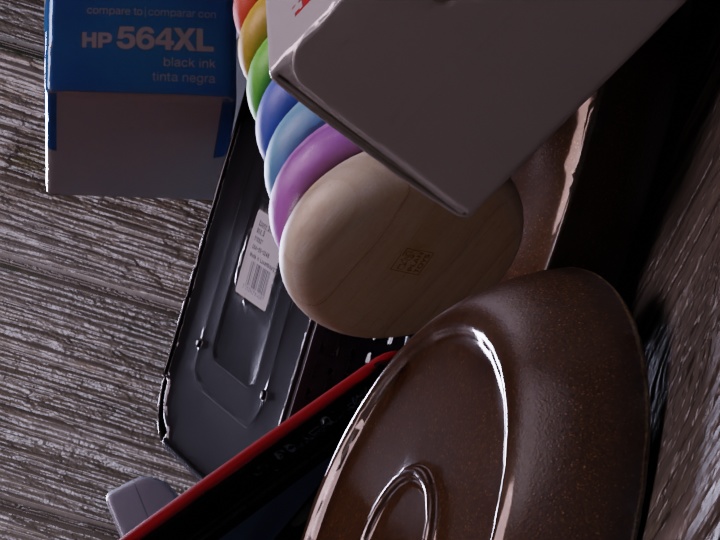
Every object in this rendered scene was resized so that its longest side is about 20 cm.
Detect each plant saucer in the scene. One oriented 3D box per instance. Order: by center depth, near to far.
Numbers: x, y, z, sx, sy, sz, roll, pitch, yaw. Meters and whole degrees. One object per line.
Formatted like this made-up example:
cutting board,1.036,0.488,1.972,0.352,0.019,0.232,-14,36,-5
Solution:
plant saucer,0.021,0.090,0.860,0.200,0.032,0.200,-54,25,39
plant saucer,0.077,-0.038,0.987,0.200,0.032,0.200,-163,90,-87

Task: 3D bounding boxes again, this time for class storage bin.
storage bin,0.000,0.000,1.171,0.135,0.094,0.200,32,106,63

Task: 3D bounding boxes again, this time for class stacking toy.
stacking toy,-0.009,-0.074,1.018,0.085,0.085,0.200,109,151,-42

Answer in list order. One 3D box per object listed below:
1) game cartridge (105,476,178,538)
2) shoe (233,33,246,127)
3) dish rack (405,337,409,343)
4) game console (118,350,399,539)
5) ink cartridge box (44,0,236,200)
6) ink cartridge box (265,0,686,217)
game cartridge,-0.072,0.194,1.384,0.133,0.041,0.200,130,117,-88
shoe,-0.032,-0.127,1.382,0.200,0.071,0.091,116,174,-45
dish rack,0.057,-0.063,1.319,0.200,0.044,0.172,110,174,-57
game console,-0.036,0.149,1.009,0.200,0.119,0.172,-34,-14,-50
ink cartridge box,-0.097,-0.147,1.269,0.146,0.084,0.200,108,163,-74
ink cartridge box,0.043,-0.129,0.920,0.145,0.084,0.200,-46,22,19
